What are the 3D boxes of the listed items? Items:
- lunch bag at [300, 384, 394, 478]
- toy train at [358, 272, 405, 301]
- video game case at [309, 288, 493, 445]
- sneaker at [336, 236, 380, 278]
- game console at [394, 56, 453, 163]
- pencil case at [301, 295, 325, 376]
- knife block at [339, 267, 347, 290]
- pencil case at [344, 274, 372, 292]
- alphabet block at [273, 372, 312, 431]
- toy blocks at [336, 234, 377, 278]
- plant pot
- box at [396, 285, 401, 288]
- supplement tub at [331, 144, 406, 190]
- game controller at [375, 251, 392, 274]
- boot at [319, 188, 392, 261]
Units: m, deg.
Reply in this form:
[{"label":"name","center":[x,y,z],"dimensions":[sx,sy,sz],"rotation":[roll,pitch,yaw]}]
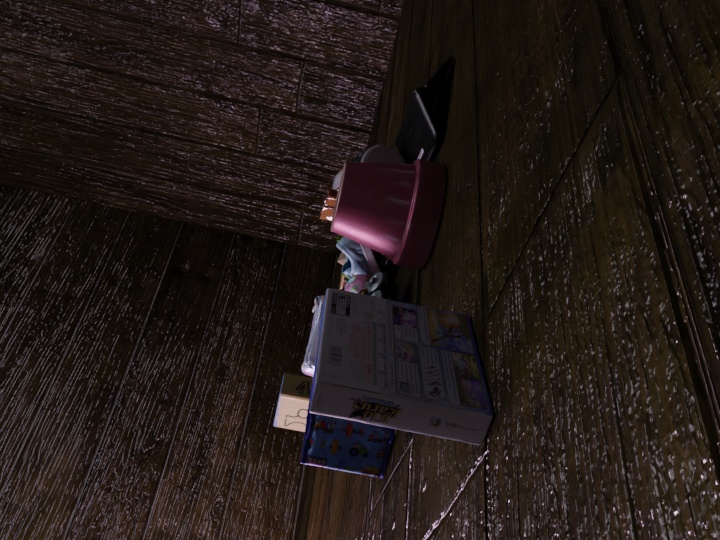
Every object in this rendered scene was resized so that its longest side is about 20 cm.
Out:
[{"label":"lunch bag","center":[-0.025,0.280,1.293],"dimensions":[0.200,0.150,0.094],"rotation":[-94,17,-72]},{"label":"toy train","center":[0.027,0.092,1.349],"dimensions":[0.114,0.085,0.200],"rotation":[-39,30,32]},{"label":"video game case","center":[0.041,0.100,0.773],"dimensions":[0.200,0.181,0.046],"rotation":[-87,9,-64]},{"label":"sneaker","center":[0.000,0.000,1.616],"dimensions":[0.074,0.082,0.200],"rotation":[-120,6,-66]},{"label":"game console","center":[0.151,-0.304,1.438],"dimensions":[0.200,0.116,0.176],"rotation":[111,140,-67]},{"label":"pencil case","center":[-0.087,0.160,1.685],"dimensions":[0.091,0.083,0.200],"rotation":[46,-134,-51]},{"label":"knife block","center":[-0.032,0.019,2.526],"dimensions":[0.176,0.064,0.200],"rotation":[112,169,-62]},{"label":"pencil case","center":[-0.007,0.109,1.491],"dimensions":[0.087,0.087,0.200],"rotation":[110,172,-60]},{"label":"alphabet block","center":[-0.289,0.625,3.271],"dimensions":[0.197,0.199,0.196],"rotation":[-89,12,-64]},{"label":"toy blocks","center":[0.017,-0.087,1.774],"dimensions":[0.137,0.100,0.200],"rotation":[-21,43,62]},{"label":"plant pot","center":[0.045,-0.116,1.268],"dimensions":[0.200,0.179,0.201],"rotation":[-167,90,-86]},{"label":"box","center":[0.050,0.147,1.440],"dimensions":[0.143,0.036,0.200],"rotation":[108,171,-46]},{"label":"supplement tub","center":[0.013,-0.192,1.539],"dimensions":[0.200,0.122,0.123],"rotation":[157,126,-65]},{"label":"game controller","center":[0.067,-0.046,1.736],"dimensions":[0.105,0.042,0.200],"rotation":[-63,9,12]},{"label":"boot","center":[0.009,-0.092,1.496],"dimensions":[0.188,0.199,0.069],"rotation":[111,167,-65]}]
